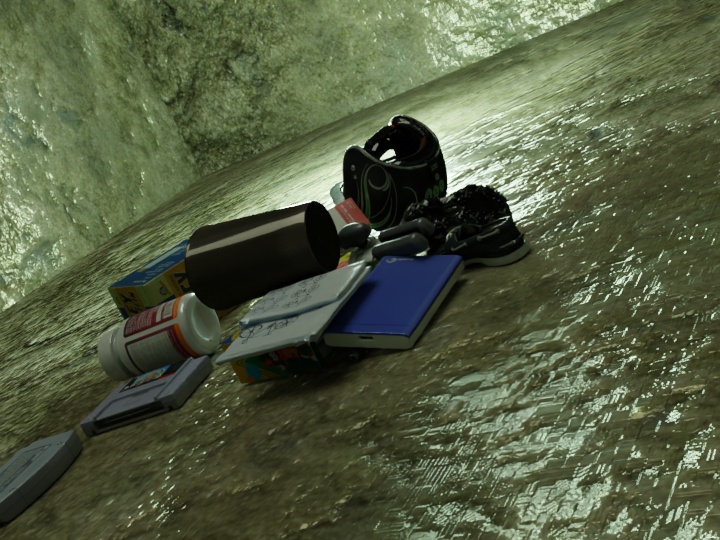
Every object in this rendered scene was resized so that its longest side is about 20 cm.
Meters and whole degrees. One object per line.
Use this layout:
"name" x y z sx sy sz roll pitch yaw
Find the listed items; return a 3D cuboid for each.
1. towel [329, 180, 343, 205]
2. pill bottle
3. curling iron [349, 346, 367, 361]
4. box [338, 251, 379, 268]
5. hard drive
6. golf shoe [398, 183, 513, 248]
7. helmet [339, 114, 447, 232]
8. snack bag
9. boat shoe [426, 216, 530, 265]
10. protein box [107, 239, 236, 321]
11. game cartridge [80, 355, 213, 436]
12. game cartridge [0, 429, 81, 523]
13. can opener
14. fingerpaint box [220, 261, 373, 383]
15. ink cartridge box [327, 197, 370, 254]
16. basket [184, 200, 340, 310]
"towel" 0.049 -0.153 1.970 0.198 0.049 0.171 -22 30 -6
"pill bottle" -0.350 0.120 1.729 0.198 0.110 0.110 -21 16 23
"curling iron" 0.038 0.064 1.396 0.049 0.026 0.200 -11 22 40
"box" 0.000 0.000 1.636 0.199 0.051 0.075 -10 21 48
"hard drive" 0.049 0.040 1.380 0.131 0.026 0.200 -1 30 30
"golf shoe" 0.143 -0.082 1.572 0.198 0.079 0.094 -8 -18 -25
"helmet" 0.060 -0.159 1.800 0.197 0.192 0.201 2 45 -2
"snack bag" -0.096 0.059 1.378 0.187 0.022 0.200 -16 21 32
"boat shoe" 0.164 -0.043 1.469 0.199 0.061 0.075 -10 22 49
"protein box" -0.352 0.039 1.957 0.199 0.136 0.198 -36 17 -31
"game cartridge" -0.342 0.198 1.602 0.198 0.039 0.130 -20 20 26
"game cartridge" -0.509 0.314 1.492 0.132 0.042 0.200 -15 19 27
"can opener" 0.028 -0.047 1.506 0.199 0.067 0.054 -16 44 57
"fingerpaint box" -0.081 0.075 1.476 0.166 0.074 0.200 -15 19 39
"ink cartridge box" -0.086 -0.033 1.752 0.199 0.068 0.117 -30 -20 -22
"basket" -0.143 -0.028 1.546 0.198 0.138 0.180 -15 6 25
